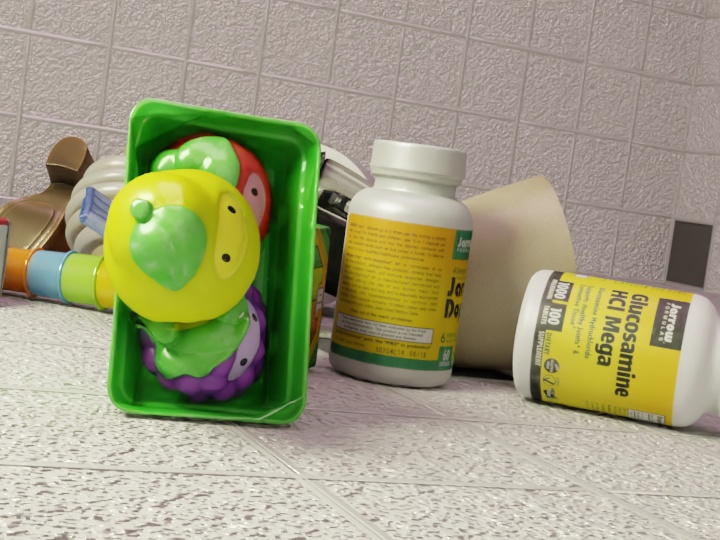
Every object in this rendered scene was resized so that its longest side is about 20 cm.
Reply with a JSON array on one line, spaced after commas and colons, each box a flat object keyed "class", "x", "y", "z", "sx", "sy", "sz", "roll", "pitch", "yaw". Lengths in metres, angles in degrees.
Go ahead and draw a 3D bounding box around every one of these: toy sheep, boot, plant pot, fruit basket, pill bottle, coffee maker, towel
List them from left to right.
[{"class": "boot", "x": -0.358, "y": -0.038, "z": 1.509, "sx": 0.075, "sy": 0.202, "sz": 0.156, "roll": 13, "pitch": -32, "yaw": 10}, {"class": "toy sheep", "x": -0.265, "y": -0.058, "z": 1.441, "sx": 0.135, "sy": 0.203, "sz": 0.139, "roll": -4, "pitch": -33, "yaw": -3}, {"class": "towel", "x": -0.184, "y": -0.005, "z": 1.239, "sx": 0.199, "sy": 0.024, "sz": 0.147, "roll": 37, "pitch": 4, "yaw": -17}, {"class": "fruit basket", "x": -0.097, "y": -0.009, "z": 0.828, "sx": 0.153, "sy": 0.219, "sz": 0.215, "roll": 7, "pitch": 4, "yaw": -21}, {"class": "coffee maker", "x": 0.000, "y": 0.000, "z": 1.397, "sx": 0.198, "sy": 0.194, "sz": 0.135, "roll": 28, "pitch": 19, "yaw": -5}, {"class": "pill bottle", "x": 0.039, "y": -0.008, "z": 1.136, "sx": 0.111, "sy": 0.204, "sz": 0.113, "roll": 8, "pitch": 3, "yaw": 0}, {"class": "plant pot", "x": 0.092, "y": 0.017, "z": 1.263, "sx": 0.197, "sy": 0.191, "sz": 0.187, "roll": -9, "pitch": 5, "yaw": -5}, {"class": "pill bottle", "x": 0.236, "y": 0.069, "z": 1.107, "sx": 0.197, "sy": 0.114, "sz": 0.112, "roll": 9, "pitch": 4, "yaw": 18}]

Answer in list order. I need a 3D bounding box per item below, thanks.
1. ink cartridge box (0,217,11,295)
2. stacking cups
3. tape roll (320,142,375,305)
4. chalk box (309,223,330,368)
[{"class": "ink cartridge box", "x": -0.449, "y": -0.026, "z": 1.221, "sx": 0.198, "sy": 0.084, "sz": 0.145, "roll": 11, "pitch": 5, "yaw": 38}, {"class": "stacking cups", "x": -0.309, "y": 0.004, "z": 1.302, "sx": 0.197, "sy": 0.062, "sz": 0.060, "roll": 7, "pitch": 3, "yaw": 12}, {"class": "tape roll", "x": -0.067, "y": -0.056, "z": 1.622, "sx": 0.199, "sy": 0.206, "sz": 0.139, "roll": 9, "pitch": 4, "yaw": 6}, {"class": "chalk box", "x": -0.103, "y": 0.019, "z": 1.028, "sx": 0.122, "sy": 0.127, "sz": 0.200, "roll": 8, "pitch": 5, "yaw": 7}]
